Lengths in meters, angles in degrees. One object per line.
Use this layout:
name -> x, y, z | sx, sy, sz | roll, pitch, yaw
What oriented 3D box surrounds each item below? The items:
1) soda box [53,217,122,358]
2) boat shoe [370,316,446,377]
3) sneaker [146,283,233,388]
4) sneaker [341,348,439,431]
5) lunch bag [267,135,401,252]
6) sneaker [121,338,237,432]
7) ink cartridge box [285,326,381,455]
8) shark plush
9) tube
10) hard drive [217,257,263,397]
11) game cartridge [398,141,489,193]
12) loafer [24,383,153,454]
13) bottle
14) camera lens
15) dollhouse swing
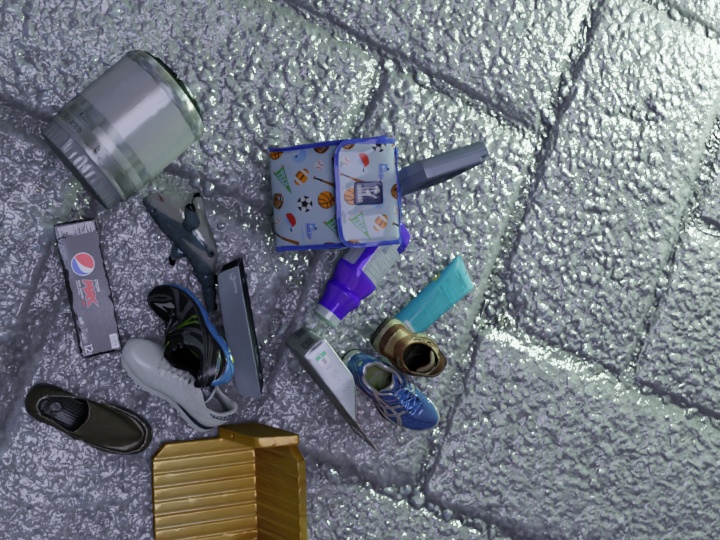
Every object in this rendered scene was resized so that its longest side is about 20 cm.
soda box -> -0.408, 0.025, 1.455 | 0.063, 0.071, 0.203 | -12, 95, -16
boat shoe -> 0.089, 0.141, 1.575 | 0.076, 0.074, 0.200 | -56, 144, 3
sneaker -> -0.266, 0.095, 1.457 | 0.082, 0.071, 0.200 | -19, 56, -36
sneaker -> 0.053, 0.206, 1.609 | 0.199, 0.077, 0.076 | 35, 79, -17
lunch bag -> -0.035, -0.117, 1.509 | 0.197, 0.124, 0.172 | -2, 95, 16
sneaker -> -0.275, 0.165, 1.487 | 0.200, 0.080, 0.077 | 40, 52, -20
ink cartridge box -> -0.032, 0.185, 1.536 | 0.050, 0.161, 0.201 | -40, 103, -9
shark plush -> -0.267, -0.035, 1.524 | 0.082, 0.091, 0.202 | -18, 117, 4
tube -> 0.111, 0.064, 1.640 | 0.200, 0.050, 0.078 | -41, 132, -15
hard drive -> -0.184, 0.088, 1.501 | 0.042, 0.135, 0.203 | -9, 98, -3
game cartridge -> 0.110, -0.156, 1.554 | 0.132, 0.200, 0.041 | -23, 91, -17
loafer -> -0.408, 0.231, 1.461 | 0.198, 0.070, 0.076 | 21, 85, -17
bottle -> 0.000, 0.000, 1.584 | 0.201, 0.065, 0.084 | -54, 148, -9
camera lens -> -0.343, -0.209, 1.425 | 0.200, 0.160, 0.160 | -43, 103, -12
dollhouse swing -> -0.203, 0.351, 1.488 | 0.174, 0.181, 0.203 | -2, 93, -38
